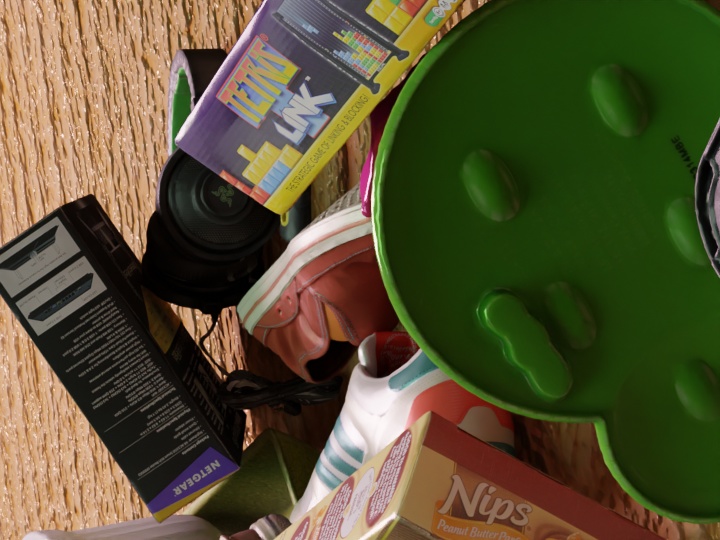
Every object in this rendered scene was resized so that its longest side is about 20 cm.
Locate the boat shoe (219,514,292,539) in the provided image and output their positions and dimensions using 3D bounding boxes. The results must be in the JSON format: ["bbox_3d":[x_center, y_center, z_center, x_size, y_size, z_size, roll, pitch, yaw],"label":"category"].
[{"bbox_3d":[-0.046,0.214,1.100,0.076,0.072,0.201,-157,54,-69],"label":"boat shoe"}]

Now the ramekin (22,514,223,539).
[{"bbox_3d":[-0.112,0.229,1.274,0.200,0.098,0.201,42,138,54],"label":"ramekin"}]

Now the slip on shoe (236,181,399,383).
[{"bbox_3d":[0.000,0.000,1.069,0.061,0.074,0.200,50,152,4],"label":"slip on shoe"}]

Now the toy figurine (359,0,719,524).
[{"bbox_3d":[0.072,-0.017,0.860,0.200,0.150,0.184,57,175,-15],"label":"toy figurine"}]

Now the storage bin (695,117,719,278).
[{"bbox_3d":[0.179,-0.037,0.600,0.135,0.094,0.200,62,152,30],"label":"storage bin"}]

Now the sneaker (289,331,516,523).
[{"bbox_3d":[0.019,0.080,1.073,0.200,0.070,0.094,140,128,-65],"label":"sneaker"}]

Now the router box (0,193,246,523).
[{"bbox_3d":[-0.125,0.040,1.229,0.157,0.052,0.200,55,-179,-4],"label":"router box"}]

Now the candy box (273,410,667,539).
[{"bbox_3d":[0.025,0.141,0.969,0.200,0.115,0.055,-44,21,52],"label":"candy box"}]

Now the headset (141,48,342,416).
[{"bbox_3d":[-0.064,-0.021,1.216,0.124,0.094,0.200,111,155,-62],"label":"headset"}]

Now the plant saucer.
[{"bbox_3d":[-0.024,0.197,1.240,0.200,0.048,0.200,-47,59,63],"label":"plant saucer"}]

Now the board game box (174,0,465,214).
[{"bbox_3d":[0.018,-0.128,0.834,0.057,0.165,0.200,36,153,-5],"label":"board game box"}]

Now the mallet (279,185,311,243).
[{"bbox_3d":[-0.032,-0.110,1.096,0.066,0.041,0.200,-128,35,-46],"label":"mallet"}]
